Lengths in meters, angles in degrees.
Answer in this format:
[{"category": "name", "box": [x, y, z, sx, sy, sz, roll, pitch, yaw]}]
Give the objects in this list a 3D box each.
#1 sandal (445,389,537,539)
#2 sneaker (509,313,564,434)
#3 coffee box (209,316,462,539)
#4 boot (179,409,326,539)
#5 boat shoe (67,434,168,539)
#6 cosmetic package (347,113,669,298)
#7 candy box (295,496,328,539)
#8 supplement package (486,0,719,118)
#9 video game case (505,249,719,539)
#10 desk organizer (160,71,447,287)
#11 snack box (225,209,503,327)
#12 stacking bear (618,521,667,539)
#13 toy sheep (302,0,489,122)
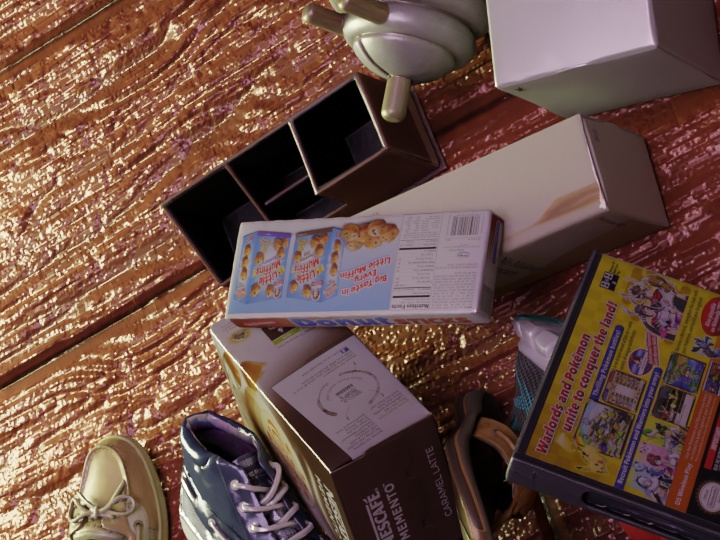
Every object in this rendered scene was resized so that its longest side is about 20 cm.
[{"category": "sandal", "box": [0.091, 0.134, 1.385, 0.054, 0.200, 0.081, -11, 110, 11]}, {"category": "sneaker", "box": [0.146, 0.099, 1.374, 0.200, 0.077, 0.092, -123, 44, -71]}, {"category": "coffee box", "box": [-0.017, 0.108, 1.440, 0.079, 0.115, 0.200, -29, 36, -14]}, {"category": "boot", "box": [-0.065, 0.176, 1.441, 0.200, 0.073, 0.091, 31, 135, 44]}, {"category": "boat shoe", "box": [-0.195, 0.227, 1.615, 0.073, 0.063, 0.202, -2, 82, 33]}, {"category": "cosmetic package", "box": [0.097, -0.031, 1.439, 0.199, 0.105, 0.071, -24, 72, 30]}, {"category": "candy box", "box": [-0.036, 0.244, 1.510, 0.200, 0.026, 0.102, 55, 140, 26]}, {"category": "supplement package", "box": [0.158, -0.219, 1.415, 0.121, 0.120, 0.201, -11, 77, 30]}, {"category": "video game case", "box": [0.201, 0.084, 1.280, 0.180, 0.200, 0.026, 20, 134, 8]}, {"category": "desk organizer", "box": [-0.045, -0.063, 1.550, 0.200, 0.077, 0.072, -32, 67, 26]}, {"category": "snack box", "box": [0.000, 0.000, 1.413, 0.199, 0.024, 0.072, -2, 71, 31]}, {"category": "stacking bear", "box": [0.237, 0.170, 1.316, 0.200, 0.121, 0.114, 36, 147, 44]}, {"category": "toy sheep", "box": [0.035, -0.202, 1.486, 0.137, 0.138, 0.201, 7, 80, 33]}]
